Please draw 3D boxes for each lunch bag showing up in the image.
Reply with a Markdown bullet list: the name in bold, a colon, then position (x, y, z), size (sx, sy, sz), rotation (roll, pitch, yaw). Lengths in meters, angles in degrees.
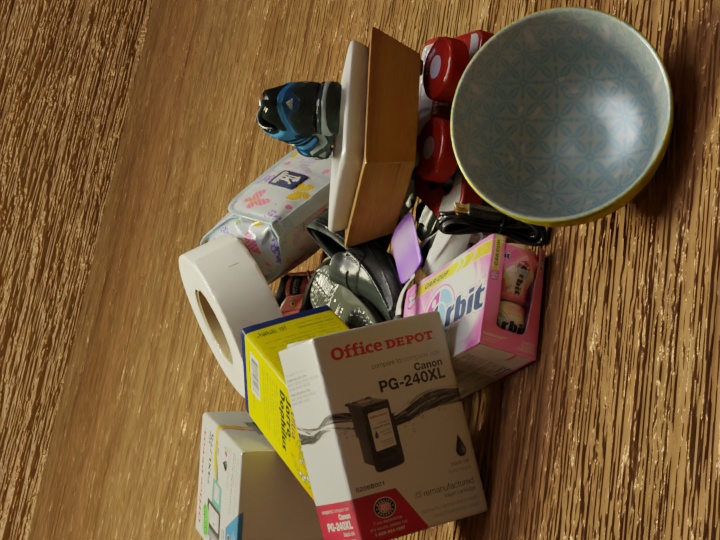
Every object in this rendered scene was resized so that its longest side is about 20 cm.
- **lunch bag**: position (-0.095, -0.072, 2.053), size (0.169, 0.128, 0.200), rotation (-39, 6, -29)

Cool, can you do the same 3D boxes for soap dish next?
- **soap dish**: position (0.014, -0.135, 1.659), size (0.200, 0.080, 0.159), rotation (106, 169, -65)

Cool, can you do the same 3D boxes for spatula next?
- **spatula**: position (0.044, 0.036, 1.621), size (0.057, 0.020, 0.202), rotation (130, 150, -53)

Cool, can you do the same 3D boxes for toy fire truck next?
- **toy fire truck**: position (0.101, -0.154, 1.666), size (0.168, 0.111, 0.202), rotation (177, 100, -67)

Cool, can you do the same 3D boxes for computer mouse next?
- **computer mouse**: position (0.110, -0.020, 1.613), size (0.200, 0.108, 0.044), rotation (131, 142, -69)

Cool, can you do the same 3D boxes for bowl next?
- **bowl**: position (0.190, -0.124, 1.415), size (0.108, 0.198, 0.202), rotation (38, -116, -65)

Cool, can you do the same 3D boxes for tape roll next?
- **tape roll**: position (-0.155, 0.057, 1.977), size (0.203, 0.070, 0.203), rotation (58, 164, 27)

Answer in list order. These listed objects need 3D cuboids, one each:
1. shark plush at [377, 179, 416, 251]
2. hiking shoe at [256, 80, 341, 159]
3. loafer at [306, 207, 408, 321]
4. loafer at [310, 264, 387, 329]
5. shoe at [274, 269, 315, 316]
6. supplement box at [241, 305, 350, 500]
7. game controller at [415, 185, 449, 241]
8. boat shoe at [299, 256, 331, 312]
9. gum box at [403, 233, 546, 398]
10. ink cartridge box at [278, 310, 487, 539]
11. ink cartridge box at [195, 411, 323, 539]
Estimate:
- **shark plush**: position (0.059, -0.093, 1.803), size (0.083, 0.090, 0.202), rotation (-7, -73, -69)
- **hiking shoe**: position (-0.067, -0.167, 1.668), size (0.200, 0.086, 0.075), rotation (118, 157, -81)
- **loafer**: position (0.000, 0.000, 1.738), size (0.201, 0.070, 0.069), rotation (-122, 15, -44)
- **loafer**: position (0.012, 0.063, 1.763), size (0.076, 0.069, 0.201), rotation (-62, 38, 28)
- **shoe**: position (-0.047, 0.027, 1.970), size (0.200, 0.090, 0.072), rotation (-47, 32, 50)
- **supplement box**: position (-0.039, 0.140, 1.662), size (0.200, 0.108, 0.111), rotation (-135, 37, -52)
- **game controller**: position (0.114, -0.121, 1.764), size (0.105, 0.042, 0.201), rotation (-84, 18, -68)
- **boat shoe**: position (-0.052, 0.081, 1.910), size (0.073, 0.065, 0.202), rotation (13, 103, 29)
- **gum box**: position (0.110, 0.051, 1.567), size (0.200, 0.066, 0.115), rotation (144, 139, -59)
- **ink cartridge box**: position (0.021, 0.150, 1.498), size (0.083, 0.144, 0.202), rotation (-24, 79, 62)
- **ink cartridge box**: position (-0.095, 0.253, 1.790), size (0.200, 0.144, 0.149), rotation (-158, 71, -71)
